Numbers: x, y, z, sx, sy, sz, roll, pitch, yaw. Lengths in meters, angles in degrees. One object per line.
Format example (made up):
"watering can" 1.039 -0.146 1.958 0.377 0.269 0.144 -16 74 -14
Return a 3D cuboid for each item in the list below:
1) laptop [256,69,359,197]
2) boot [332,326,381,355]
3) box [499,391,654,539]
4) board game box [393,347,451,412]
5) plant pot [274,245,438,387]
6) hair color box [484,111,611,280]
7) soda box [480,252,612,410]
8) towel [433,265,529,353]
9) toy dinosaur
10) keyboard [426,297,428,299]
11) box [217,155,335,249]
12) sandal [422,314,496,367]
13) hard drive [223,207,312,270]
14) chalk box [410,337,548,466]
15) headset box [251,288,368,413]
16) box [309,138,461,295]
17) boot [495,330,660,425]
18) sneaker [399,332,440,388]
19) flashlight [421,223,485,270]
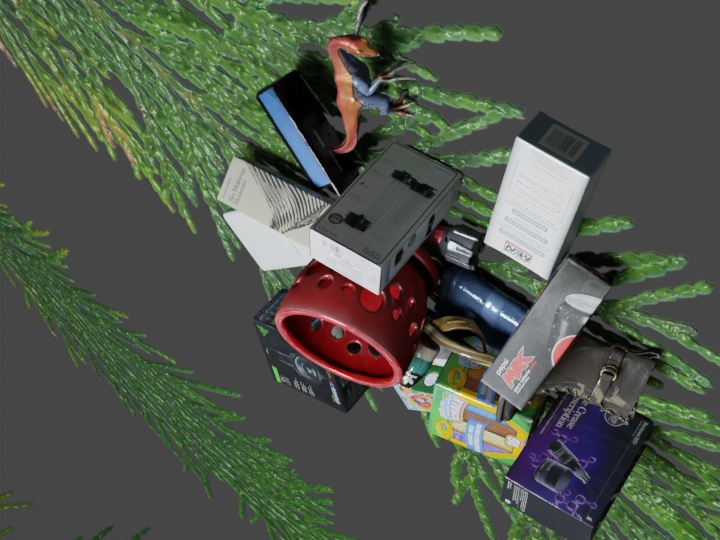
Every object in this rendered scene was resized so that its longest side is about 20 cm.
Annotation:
"laptop" -0.090 -0.181 1.372 0.103 0.200 0.178 -29 104 19
"boot" -0.023 0.087 1.523 0.201 0.067 0.131 69 160 7
"box" 0.313 0.276 1.394 0.141 0.200 0.079 28 146 21
"board game box" 0.128 0.188 1.656 0.200 0.034 0.135 -2 127 50
"plant pot" 0.006 0.042 1.368 0.200 0.183 0.201 24 154 12
"hair color box" 0.226 -0.088 1.188 0.099 0.061 0.200 33 147 17
"soda box" 0.242 0.079 1.253 0.071 0.063 0.200 35 103 11
"towel" 0.203 0.071 1.416 0.200 0.049 0.112 33 149 17
"toy dinosaur" 0.000 -0.225 1.184 0.105 0.200 0.181 38 -166 27
"keyboard" 0.026 -0.015 1.548 0.200 0.011 0.056 43 149 0
"box" -0.122 -0.105 1.522 0.199 0.082 0.068 26 -170 23
"sandal" 0.138 0.087 1.412 0.200 0.054 0.080 32 -174 41
"hard drive" -0.143 -0.063 1.665 0.200 0.027 0.132 -7 124 51
"chalk box" 0.179 0.189 1.474 0.199 0.125 0.124 20 136 15
"headset box" -0.092 0.147 1.799 0.199 0.093 0.175 21 142 33
"box" 0.035 -0.075 1.284 0.116 0.200 0.060 28 148 19
"boot" 0.293 0.162 1.318 0.174 0.069 0.201 29 112 6
"sneaker" 0.077 0.122 1.497 0.071 0.080 0.200 29 -169 -2
"flashlight" 0.080 -0.069 1.376 0.199 0.068 0.068 24 -172 22
